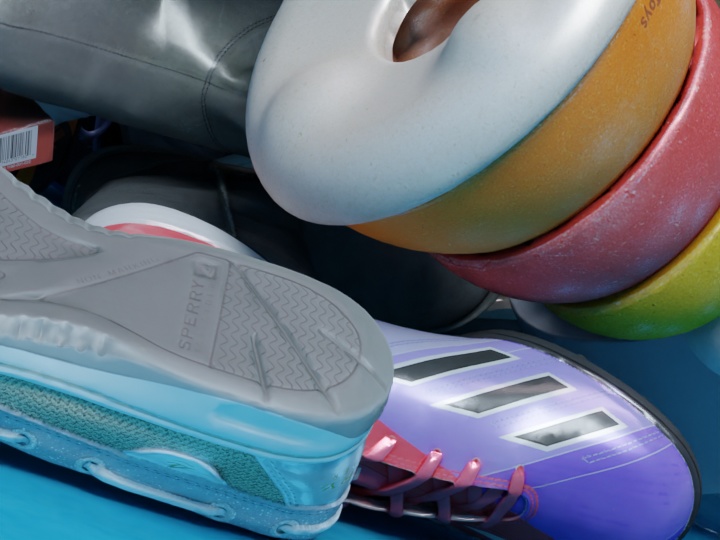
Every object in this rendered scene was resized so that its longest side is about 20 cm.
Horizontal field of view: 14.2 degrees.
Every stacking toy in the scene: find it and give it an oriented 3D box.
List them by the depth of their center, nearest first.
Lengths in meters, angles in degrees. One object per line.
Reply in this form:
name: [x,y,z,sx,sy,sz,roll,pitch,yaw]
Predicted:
stacking toy: [0.077,-0.026,0.861,0.200,0.146,0.146,43,-4,-30]

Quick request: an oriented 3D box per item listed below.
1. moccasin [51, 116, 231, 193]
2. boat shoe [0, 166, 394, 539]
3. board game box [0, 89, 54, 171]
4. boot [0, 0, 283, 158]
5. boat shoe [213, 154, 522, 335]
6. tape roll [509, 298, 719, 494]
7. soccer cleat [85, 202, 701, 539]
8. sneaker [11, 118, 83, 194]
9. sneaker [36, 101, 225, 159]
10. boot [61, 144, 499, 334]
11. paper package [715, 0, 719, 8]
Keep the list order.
moccasin: [-0.122,-0.082,1.161,0.200,0.081,0.068,29,-34,-8]
boat shoe: [-0.094,0.018,0.758,0.201,0.065,0.075,16,39,-4]
board game box: [-0.199,-0.083,0.992,0.103,0.020,0.200,-16,42,-33]
boot: [-0.027,-0.058,0.942,0.199,0.068,0.131,9,20,-38]
boat shoe: [0.000,0.000,1.154,0.199,0.073,0.062,6,-27,-38]
tape roll: [0.156,-0.001,1.033,0.066,0.200,0.200,64,-7,-19]
soccer cleat: [-0.001,0.044,0.823,0.199,0.068,0.073,23,27,4]
sneaker: [-0.176,-0.071,1.107,0.112,0.078,0.200,19,18,-38]
sneaker: [-0.070,-0.086,1.052,0.087,0.075,0.200,-9,-9,21]
boot: [-0.025,0.000,0.970,0.181,0.073,0.200,3,4,-7]
paper package: [0.211,-0.023,1.290,0.103,0.191,0.200,31,13,40]
